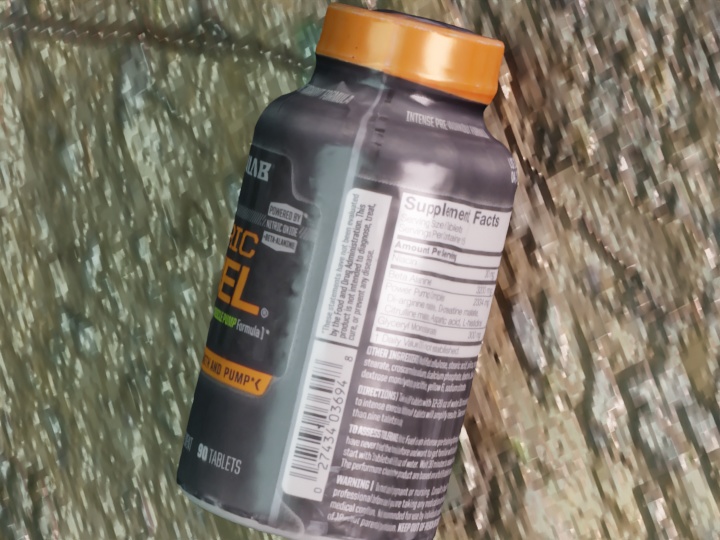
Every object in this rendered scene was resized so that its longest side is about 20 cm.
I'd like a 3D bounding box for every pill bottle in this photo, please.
[{"bbox_3d":[0.000,0.000,1.068,0.106,0.106,0.201,16,96,34],"label":"pill bottle"}]
